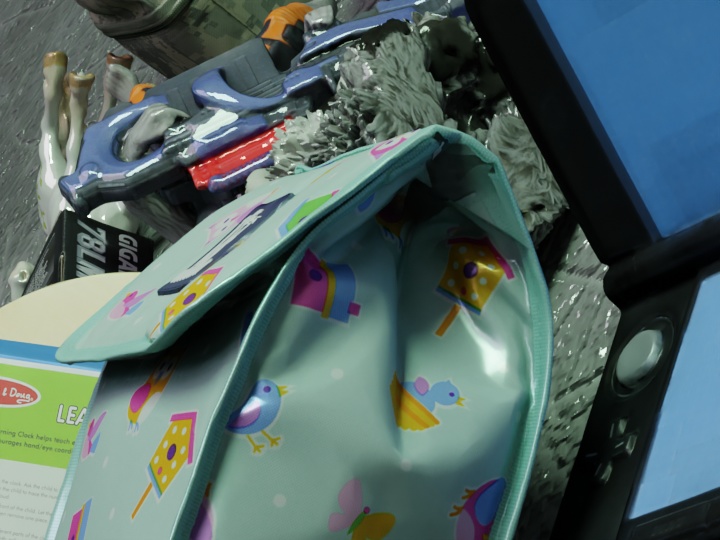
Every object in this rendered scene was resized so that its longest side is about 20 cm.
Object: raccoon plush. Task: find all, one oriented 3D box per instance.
[{"bbox_3d":[0.000,0.000,0.999,0.134,0.096,0.201,-42,23,51],"label":"raccoon plush"}]

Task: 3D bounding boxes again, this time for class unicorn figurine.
[{"bbox_3d":[-0.137,-0.031,1.364,0.200,0.073,0.138,-67,-13,-78],"label":"unicorn figurine"}]

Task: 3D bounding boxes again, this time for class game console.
[{"bbox_3d":[0.099,-0.025,0.769,0.200,0.116,0.176,-29,33,51],"label":"game console"}]

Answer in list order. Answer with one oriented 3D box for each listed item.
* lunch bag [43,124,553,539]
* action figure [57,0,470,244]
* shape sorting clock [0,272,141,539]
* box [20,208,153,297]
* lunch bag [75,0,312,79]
[{"bbox_3d":[-0.026,0.056,0.851,0.170,0.121,0.201,163,122,-69],"label":"lunch bag"},{"bbox_3d":[-0.023,-0.064,1.185,0.199,0.105,0.194,-21,34,5],"label":"action figure"},{"bbox_3d":[-0.092,0.097,0.980,0.199,0.039,0.201,-6,73,21],"label":"shape sorting clock"},{"bbox_3d":[-0.142,0.107,1.144,0.199,0.049,0.201,-100,34,-59],"label":"box"},{"bbox_3d":[-0.082,-0.209,1.376,0.201,0.167,0.139,-58,21,-9],"label":"lunch bag"}]
